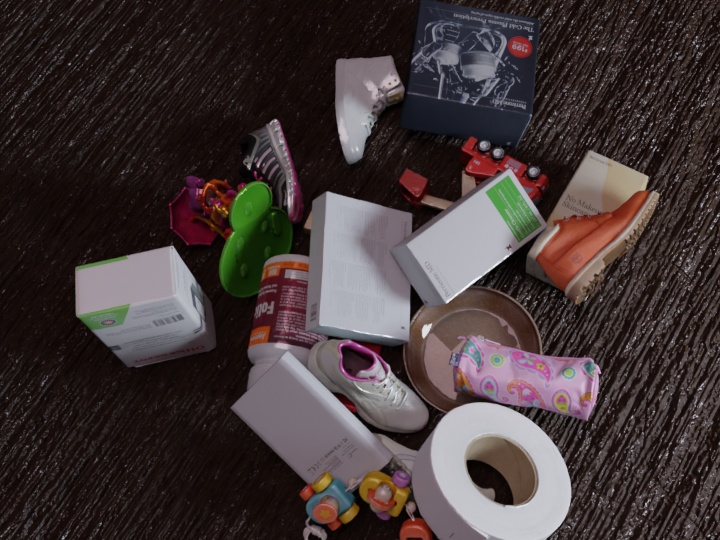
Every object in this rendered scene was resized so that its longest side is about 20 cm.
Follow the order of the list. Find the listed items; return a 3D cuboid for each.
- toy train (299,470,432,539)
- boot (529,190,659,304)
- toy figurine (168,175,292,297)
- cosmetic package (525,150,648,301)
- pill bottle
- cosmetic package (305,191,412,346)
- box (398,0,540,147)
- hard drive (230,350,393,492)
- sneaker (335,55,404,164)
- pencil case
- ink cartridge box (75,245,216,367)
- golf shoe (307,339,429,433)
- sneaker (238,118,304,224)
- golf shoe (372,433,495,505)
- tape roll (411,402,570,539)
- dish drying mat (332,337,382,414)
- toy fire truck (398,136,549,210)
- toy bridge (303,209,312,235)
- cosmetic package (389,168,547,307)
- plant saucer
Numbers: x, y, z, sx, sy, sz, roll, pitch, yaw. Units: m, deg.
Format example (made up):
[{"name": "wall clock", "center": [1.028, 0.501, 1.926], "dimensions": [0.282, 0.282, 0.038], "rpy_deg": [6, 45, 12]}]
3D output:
[{"name": "toy train", "center": [0.009, 0.341, 1.245], "dimensions": [0.199, 0.056, 0.151], "rpy_deg": [0, 106, 14]}, {"name": "boot", "center": [0.331, -0.058, 1.323], "dimensions": [0.200, 0.075, 0.107], "rpy_deg": [-43, 66, -11]}, {"name": "toy figurine", "center": [-0.222, -0.083, 1.441], "dimensions": [0.184, 0.201, 0.150], "rpy_deg": [29, 52, 31]}, {"name": "cosmetic package", "center": [0.338, -0.068, 1.402], "dimensions": [0.105, 0.071, 0.201], "rpy_deg": [26, 73, 17]}, {"name": "pill bottle", "center": [-0.103, 0.088, 1.374], "dimensions": [0.114, 0.114, 0.201], "rpy_deg": [4, 67, 10]}, {"name": "cosmetic package", "center": [0.000, 0.000, 1.366], "dimensions": [0.150, 0.052, 0.201], "rpy_deg": [12, 70, -26]}, {"name": "box", "center": [0.174, -0.314, 1.495], "dimensions": [0.199, 0.104, 0.183], "rpy_deg": [9, 69, -1]}, {"name": "hard drive", "center": [-0.068, 0.219, 1.280], "dimensions": [0.200, 0.026, 0.132], "rpy_deg": [45, 122, -1]}, {"name": "sneaker", "center": [0.020, -0.271, 1.535], "dimensions": [0.115, 0.074, 0.201], "rpy_deg": [-6, 65, 9]}, {"name": "pencil case", "center": [0.223, 0.144, 1.281], "dimensions": [0.199, 0.088, 0.088], "rpy_deg": [11, 69, 13]}, {"name": "ink cartridge box", "center": [-0.309, 0.058, 1.371], "dimensions": [0.145, 0.200, 0.084], "rpy_deg": [-12, 63, 2]}, {"name": "golf shoe", "center": [0.021, 0.162, 1.304], "dimensions": [0.200, 0.091, 0.076], "rpy_deg": [33, 61, -14]}, {"name": "sneaker", "center": [-0.148, -0.150, 1.509], "dimensions": [0.087, 0.074, 0.201], "rpy_deg": [-18, 61, 1]}, {"name": "golf shoe", "center": [0.095, 0.284, 1.298], "dimensions": [0.200, 0.078, 0.097], "rpy_deg": [38, 53, 20]}, {"name": "tape roll", "center": [0.170, 0.277, 1.228], "dimensions": [0.201, 0.071, 0.203], "rpy_deg": [13, 47, -14]}, {"name": "dish drying mat", "center": [-0.006, 0.113, 1.402], "dimensions": [0.076, 0.018, 0.201], "rpy_deg": [9, 68, 11]}, {"name": "toy fire truck", "center": [0.176, -0.131, 1.465], "dimensions": [0.199, 0.049, 0.141], "rpy_deg": [32, 75, 18]}, {"name": "toy bridge", "center": [0.014, -0.061, 1.470], "dimensions": [0.199, 0.027, 0.067], "rpy_deg": [18, 70, 14]}, {"name": "cosmetic package", "center": [0.156, -0.046, 1.364], "dimensions": [0.200, 0.085, 0.108], "rpy_deg": [-37, 95, -17]}, {"name": "plant saucer", "center": [0.163, 0.121, 1.365], "dimensions": [0.199, 0.037, 0.201], "rpy_deg": [-3, 66, 7]}]
